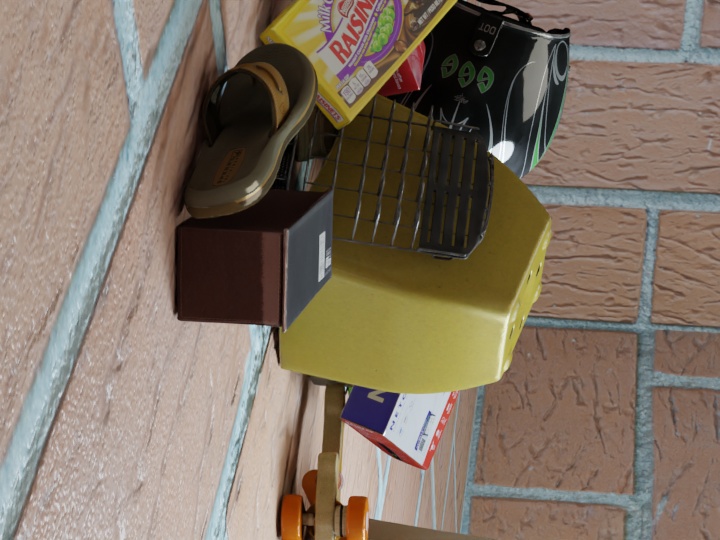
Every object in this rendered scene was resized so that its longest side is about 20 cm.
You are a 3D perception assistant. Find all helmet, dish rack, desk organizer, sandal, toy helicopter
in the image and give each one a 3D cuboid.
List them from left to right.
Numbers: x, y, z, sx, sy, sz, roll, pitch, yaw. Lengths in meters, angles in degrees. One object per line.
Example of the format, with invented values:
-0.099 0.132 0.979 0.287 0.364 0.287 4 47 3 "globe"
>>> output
-0.083 -0.111 1.295 0.054 0.080 0.200 63 27 -30 "sandal"
-0.073 -0.013 1.334 0.200 0.077 0.072 -52 144 -77 "desk organizer"
-0.026 0.203 1.781 0.132 0.079 0.200 83 8 -54 "toy helicopter"
0.014 -0.085 1.529 0.055 0.200 0.154 103 -4 -57 "dish rack"
0.110 -0.170 1.819 0.200 0.200 0.191 -60 170 -74 "helmet"

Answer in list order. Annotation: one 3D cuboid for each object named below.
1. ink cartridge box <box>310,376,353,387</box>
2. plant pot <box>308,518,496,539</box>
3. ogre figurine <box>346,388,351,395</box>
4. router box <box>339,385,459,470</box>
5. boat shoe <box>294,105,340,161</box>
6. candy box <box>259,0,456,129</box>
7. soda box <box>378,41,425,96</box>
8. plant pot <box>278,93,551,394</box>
0.000 0.000 1.857 0.148 0.085 0.200 86 9 -46 "ink cartridge box"
0.023 0.380 1.821 0.177 0.200 0.200 -46 140 -62 "plant pot"
0.033 0.061 2.006 0.200 0.098 0.120 90 6 -63 "ogre figurine"
0.062 0.082 1.811 0.200 0.049 0.179 -67 159 -9 "router box"
-0.024 -0.145 1.704 0.200 0.063 0.073 -63 155 -72 "boat shoe"
0.007 -0.219 1.545 0.026 0.102 0.200 -25 -158 54 "candy box"
-0.001 -0.252 1.652 0.070 0.063 0.200 -81 154 -45 "soda box"
0.056 -0.006 1.623 0.194 0.200 0.196 93 19 -55 "plant pot"
